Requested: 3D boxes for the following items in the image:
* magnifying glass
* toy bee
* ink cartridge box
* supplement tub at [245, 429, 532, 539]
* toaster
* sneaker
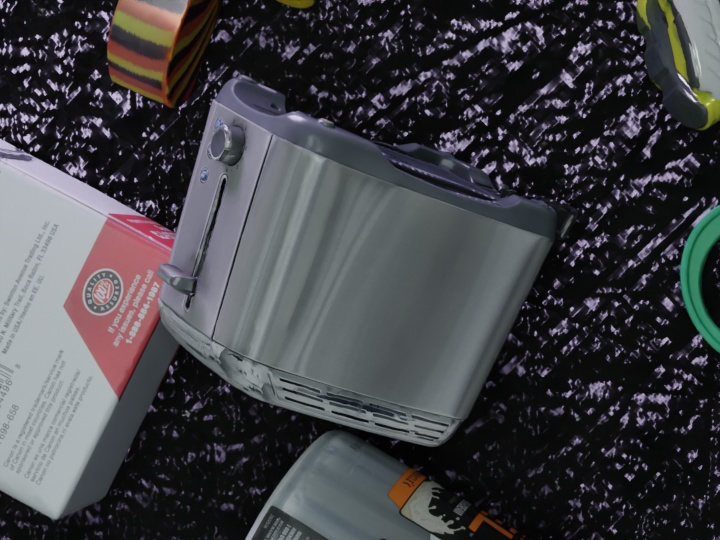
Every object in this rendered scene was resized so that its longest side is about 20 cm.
[{"bbox_3d":[0.226,0.054,1.086,0.079,0.022,0.200,-33,83,8],"label":"magnifying glass"},{"bbox_3d":[-0.084,-0.182,1.097,0.130,0.109,0.201,2,90,12],"label":"toy bee"},{"bbox_3d":[-0.194,0.011,1.127,0.199,0.084,0.145,28,95,8],"label":"ink cartridge box"},{"bbox_3d":[0.040,0.173,1.066,0.200,0.123,0.123,31,95,8],"label":"supplement tub"},{"bbox_3d":[0.000,0.000,1.061,0.114,0.200,0.130,33,103,53],"label":"toaster"},{"bbox_3d":[0.168,-0.167,1.079,0.084,0.074,0.201,-9,83,-15],"label":"sneaker"}]
